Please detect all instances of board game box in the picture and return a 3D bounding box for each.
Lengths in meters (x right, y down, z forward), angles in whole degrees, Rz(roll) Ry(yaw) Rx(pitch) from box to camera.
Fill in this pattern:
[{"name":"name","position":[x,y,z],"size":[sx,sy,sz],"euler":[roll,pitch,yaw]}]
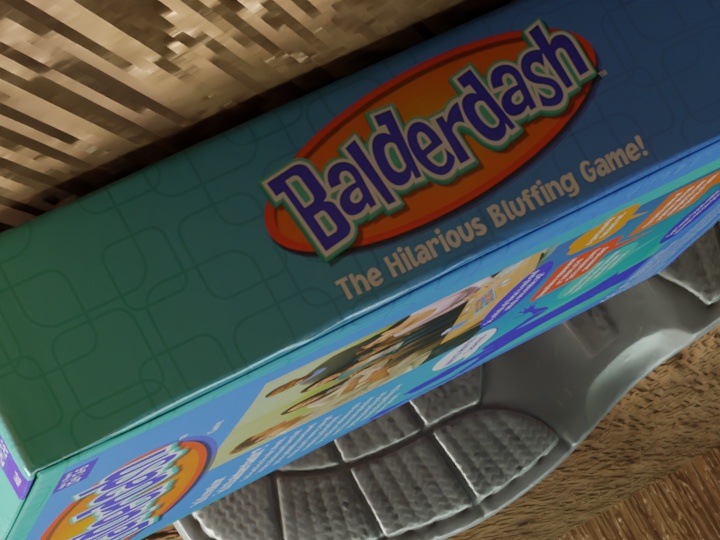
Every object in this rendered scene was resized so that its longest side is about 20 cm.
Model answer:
[{"name":"board game box","position":[0.000,0.000,0.547],"size":[0.200,0.045,0.152],"euler":[-26,170,-21]}]

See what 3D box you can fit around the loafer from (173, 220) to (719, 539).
[{"name":"loafer","position":[0.037,0.021,0.709],"size":[0.200,0.072,0.063],"euler":[-31,178,-9]}]
